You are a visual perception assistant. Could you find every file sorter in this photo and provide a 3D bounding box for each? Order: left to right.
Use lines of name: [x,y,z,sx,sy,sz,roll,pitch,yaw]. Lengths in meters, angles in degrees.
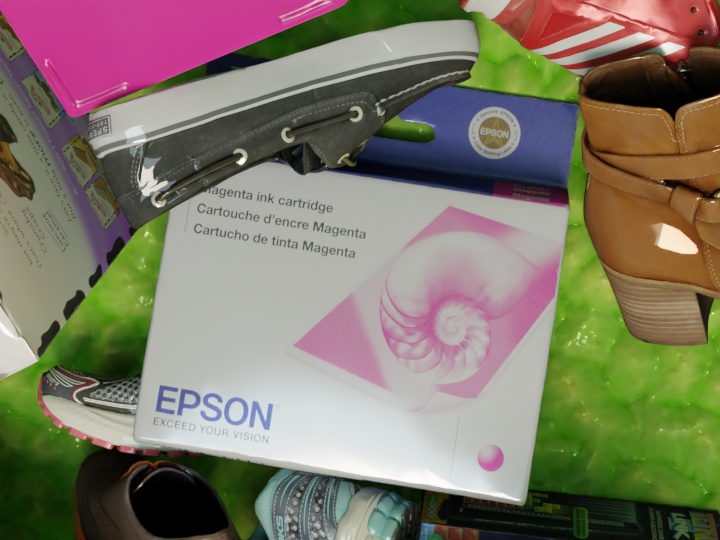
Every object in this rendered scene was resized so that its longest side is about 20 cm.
file sorter: [-0.109,-0.201,0.710,0.138,0.126,0.201,-20,128,12]

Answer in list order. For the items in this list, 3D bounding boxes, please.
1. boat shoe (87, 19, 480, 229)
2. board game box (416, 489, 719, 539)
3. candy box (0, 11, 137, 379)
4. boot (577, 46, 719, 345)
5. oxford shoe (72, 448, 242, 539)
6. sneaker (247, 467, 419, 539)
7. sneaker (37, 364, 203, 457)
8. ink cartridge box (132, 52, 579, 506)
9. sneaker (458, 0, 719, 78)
boat shoe: [-0.030,-0.071,0.772,0.198,0.069,0.057,-18,92,-20]
board game box: [0.105,0.222,0.901,0.163,0.057,0.202,6,110,3]
candy box: [-0.191,-0.051,0.765,0.071,0.200,0.169,-25,104,15]
boot: [0.202,-0.042,0.766,0.198,0.077,0.156,-2,132,21]
oxford shoe: [-0.099,0.122,0.829,0.071,0.200,0.073,-12,111,-26]
sneaker: [-0.023,0.164,0.867,0.086,0.078,0.201,24,142,11]
sneaker: [-0.071,0.058,0.861,0.198,0.081,0.076,-2,88,3]
ink cartridge box: [0.000,0.000,0.802,0.194,0.043,0.202,8,87,4]
sneaker: [0.144,-0.174,0.756,0.115,0.079,0.200,33,123,-14]
